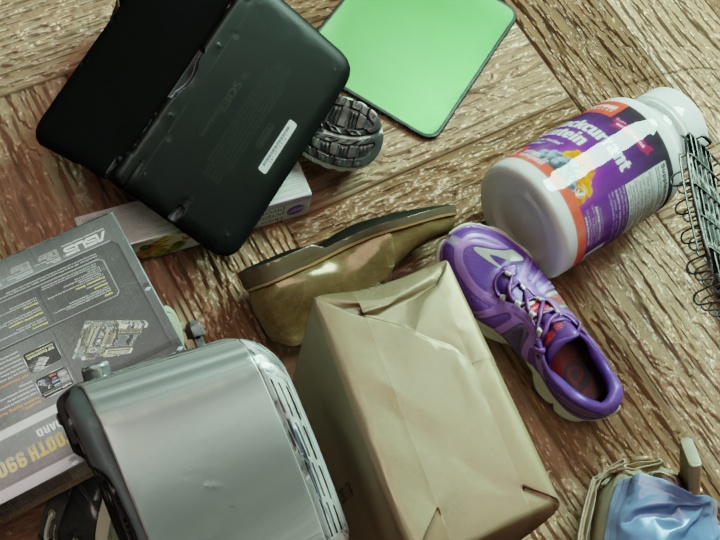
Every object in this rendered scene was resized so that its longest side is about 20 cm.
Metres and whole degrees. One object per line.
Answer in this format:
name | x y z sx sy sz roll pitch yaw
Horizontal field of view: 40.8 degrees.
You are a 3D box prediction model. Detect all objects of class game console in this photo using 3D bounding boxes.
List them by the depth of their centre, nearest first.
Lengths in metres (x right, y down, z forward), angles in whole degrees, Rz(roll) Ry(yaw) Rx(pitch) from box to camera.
game console | -0.138 -0.141 0.809 0.175 0.116 0.201 36 80 -25

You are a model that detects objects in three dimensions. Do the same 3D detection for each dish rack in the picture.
dish rack | 0.308 -0.020 0.821 0.199 0.054 0.155 27 51 -45

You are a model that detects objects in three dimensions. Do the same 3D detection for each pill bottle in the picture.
pill bottle | 0.215 -0.086 0.868 0.199 0.112 0.112 -31 73 -22

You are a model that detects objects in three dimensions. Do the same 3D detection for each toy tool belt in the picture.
toy tool belt | 0.223 0.234 0.708 0.123 0.123 0.202 8 64 -6

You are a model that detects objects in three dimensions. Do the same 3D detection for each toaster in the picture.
toaster | -0.093 0.136 0.594 0.128 0.113 0.202 -23 92 -22

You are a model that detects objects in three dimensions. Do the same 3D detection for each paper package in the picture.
paper package | 0.028 0.125 0.683 0.102 0.200 0.192 -16 67 -18

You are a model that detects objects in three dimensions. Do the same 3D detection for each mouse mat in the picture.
mouse mat | 0.051 -0.235 0.969 0.160 0.008 0.201 31 64 6

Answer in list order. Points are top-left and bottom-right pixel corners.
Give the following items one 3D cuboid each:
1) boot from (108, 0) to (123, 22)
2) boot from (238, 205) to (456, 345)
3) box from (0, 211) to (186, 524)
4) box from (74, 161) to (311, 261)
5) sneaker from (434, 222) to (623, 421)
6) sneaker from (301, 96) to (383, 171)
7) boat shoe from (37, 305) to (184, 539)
boot | -0.193 -0.157 0.849 0.073 0.076 0.202 -8 67 -16
boot | 0.000 0.000 0.816 0.198 0.074 0.076 -24 95 -20
box | -0.224 0.071 0.663 0.199 0.048 0.159 -27 74 -19
box | -0.140 -0.046 0.824 0.198 0.039 0.042 -18 70 -18
sneaker | 0.145 0.037 0.792 0.081 0.083 0.200 -44 86 -7
sneaker | -0.075 -0.141 0.862 0.199 0.079 0.075 26 90 0
boat shoe | -0.182 0.113 0.725 0.067 0.072 0.202 0 56 18
